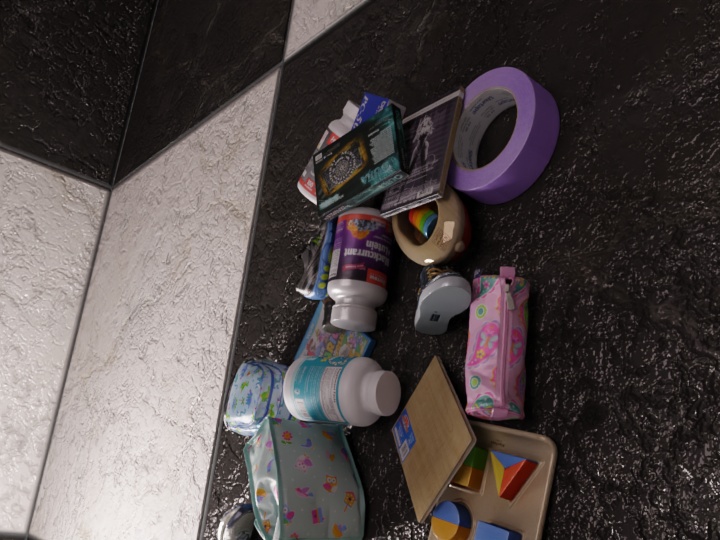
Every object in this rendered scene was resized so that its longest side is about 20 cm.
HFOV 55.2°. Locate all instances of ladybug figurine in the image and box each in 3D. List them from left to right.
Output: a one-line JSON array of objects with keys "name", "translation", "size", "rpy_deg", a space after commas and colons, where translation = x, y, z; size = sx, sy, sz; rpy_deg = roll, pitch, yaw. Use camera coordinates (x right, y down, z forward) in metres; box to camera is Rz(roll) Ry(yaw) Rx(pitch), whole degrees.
[{"name": "ladybug figurine", "translation": [0.122, -0.079, 1.134], "size": [0.138, 0.071, 0.201], "rpy_deg": [-62, 35, 21]}]

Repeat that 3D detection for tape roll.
[{"name": "tape roll", "translation": [0.213, -0.211, 1.086], "size": [0.198, 0.065, 0.205], "rpy_deg": [-27, 54, 44]}]

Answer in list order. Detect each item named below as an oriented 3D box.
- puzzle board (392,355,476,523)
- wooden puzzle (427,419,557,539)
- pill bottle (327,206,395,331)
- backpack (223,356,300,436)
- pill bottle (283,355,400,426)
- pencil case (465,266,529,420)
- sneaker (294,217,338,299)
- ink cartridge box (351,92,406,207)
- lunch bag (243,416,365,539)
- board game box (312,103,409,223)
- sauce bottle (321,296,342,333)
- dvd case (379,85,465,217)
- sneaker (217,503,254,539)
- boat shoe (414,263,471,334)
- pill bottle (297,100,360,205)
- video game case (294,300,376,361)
[{"name": "puzzle board", "translation": [0.104, 0.242, 1.014], "size": [0.153, 0.017, 0.201], "rpy_deg": [-63, 19, 20]}, {"name": "wooden puzzle", "translation": [0.163, 0.309, 0.918], "size": [0.183, 0.046, 0.205], "rpy_deg": [-2, 72, 53]}, {"name": "pill bottle", "translation": [0.000, 0.000, 1.230], "size": [0.110, 0.110, 0.205], "rpy_deg": [-12, 65, 50]}, {"name": "backpack", "translation": [-0.187, 0.252, 1.354], "size": [0.197, 0.153, 0.167], "rpy_deg": [5, 71, 41]}, {"name": "pill bottle", "translation": [-0.029, 0.202, 1.160], "size": [0.197, 0.110, 0.114], "rpy_deg": [-4, 70, 40]}, {"name": "pencil case", "translation": [0.189, 0.102, 0.949], "size": [0.086, 0.086, 0.205], "rpy_deg": [-12, 65, 49]}, {"name": "sneaker", "translation": [-0.080, -0.045, 1.284], "size": [0.081, 0.071, 0.204], "rpy_deg": [2, 66, 23]}, {"name": "ink cartridge box", "translation": [0.008, -0.219, 1.273], "size": [0.094, 0.044, 0.204], "rpy_deg": [33, 104, 55]}, {"name": "lunch bag", "translation": [-0.090, 0.359, 1.129], "size": [0.123, 0.167, 0.203], "rpy_deg": [-52, 41, 32]}, {"name": "board game box", "translation": [-0.004, -0.185, 1.208], "size": [0.198, 0.028, 0.138], "rpy_deg": [-25, 60, 36]}, {"name": "sauce bottle", "translation": [-0.046, 0.020, 1.314], "size": [0.064, 0.064, 0.204], "rpy_deg": [-28, 50, 42]}, {"name": "dvd case", "translation": [0.102, -0.195, 1.146], "size": [0.147, 0.016, 0.205], "rpy_deg": [-16, 55, 53]}, {"name": "sneaker", "translation": [-0.238, 0.548, 1.334], "size": [0.085, 0.076, 0.204], "rpy_deg": [35, 110, 44]}, {"name": "boat shoe", "translation": [0.119, 0.023, 1.035], "size": [0.201, 0.069, 0.093], "rpy_deg": [109, 169, -67]}, {"name": "pill bottle", "translation": [-0.034, -0.227, 1.380], "size": [0.203, 0.114, 0.116], "rpy_deg": [-59, 37, 15]}, {"name": "video game case", "translation": [-0.053, 0.153, 1.307], "size": [0.199, 0.018, 0.146], "rpy_deg": [36, 104, 54]}]
